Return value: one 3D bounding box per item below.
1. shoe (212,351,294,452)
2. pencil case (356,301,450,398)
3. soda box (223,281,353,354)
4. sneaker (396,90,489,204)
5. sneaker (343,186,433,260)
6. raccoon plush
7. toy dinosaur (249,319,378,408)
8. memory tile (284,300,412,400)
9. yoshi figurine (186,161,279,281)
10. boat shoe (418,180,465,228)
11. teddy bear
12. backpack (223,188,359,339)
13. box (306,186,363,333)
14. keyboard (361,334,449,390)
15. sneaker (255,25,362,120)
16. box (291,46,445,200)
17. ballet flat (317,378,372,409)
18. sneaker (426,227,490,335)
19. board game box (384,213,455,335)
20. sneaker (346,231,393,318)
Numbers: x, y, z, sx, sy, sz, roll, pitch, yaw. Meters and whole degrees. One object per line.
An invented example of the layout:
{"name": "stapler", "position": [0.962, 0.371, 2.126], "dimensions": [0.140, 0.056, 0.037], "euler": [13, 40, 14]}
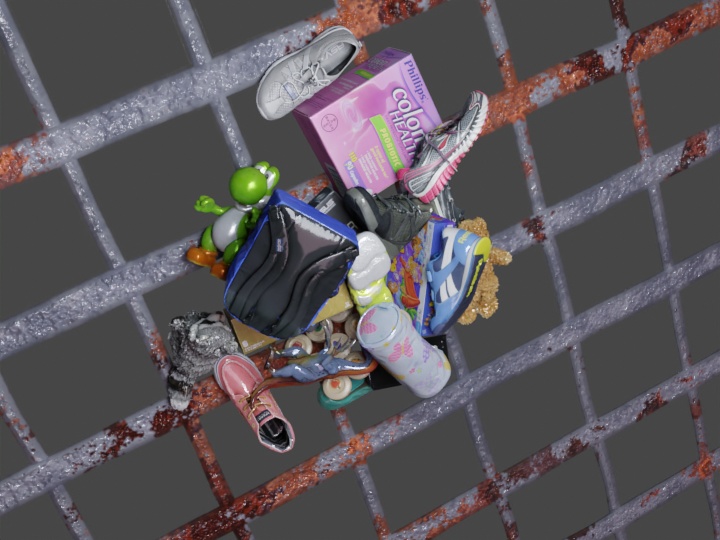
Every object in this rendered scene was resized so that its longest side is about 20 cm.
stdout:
{"name": "shoe", "position": [-0.180, 0.226, 1.738], "dimensions": [0.071, 0.091, 0.200], "euler": [-35, 118, -9]}
{"name": "pencil case", "position": [0.075, 0.133, 1.674], "dimensions": [0.091, 0.083, 0.200], "euler": [-52, 134, -7]}
{"name": "soda box", "position": [-0.119, 0.061, 1.665], "dimensions": [0.200, 0.064, 0.068], "euler": [-24, 111, -13]}
{"name": "sneaker", "position": [0.138, -0.207, 1.627], "dimensions": [0.075, 0.081, 0.200], "euler": [34, 86, -7]}
{"name": "sneaker", "position": [0.046, -0.101, 1.630], "dimensions": [0.114, 0.076, 0.199], "euler": [-42, 146, -1]}
{"name": "raccoon plush", "position": [-0.254, 0.157, 1.655], "dimensions": [0.097, 0.134, 0.200], "euler": [-5, 110, -24]}
{"name": "toy dinosaur", "position": [-0.068, 0.156, 1.699], "dimensions": [0.181, 0.105, 0.200], "euler": [19, 120, -11]}
{"name": "memory tile", "position": [-0.022, 0.114, 1.747], "dimensions": [0.200, 0.153, 0.017], "euler": [-45, 157, -4]}
{"name": "yoshi figurine", "position": [-0.203, -0.089, 1.611], "dimensions": [0.112, 0.112, 0.200], "euler": [29, 92, -23]}
{"name": "boat shoe", "position": [0.150, -0.103, 1.769], "dimensions": [0.066, 0.074, 0.200], "euler": [-22, 94, -19]}
{"name": "teddy bear", "position": [0.214, 0.006, 1.850], "dimensions": [0.145, 0.067, 0.200], "euler": [3, 107, -27]}
{"name": "backpack", "position": [-0.110, -0.003, 1.553], "dimensions": [0.162, 0.168, 0.200], "euler": [29, 101, -10]}
{"name": "box", "position": [-0.072, -0.018, 1.720], "dimensions": [0.200, 0.044, 0.160], "euler": [-44, 114, -4]}
{"name": "keyboard", "position": [0.082, 0.142, 1.835], "dimensions": [0.200, 0.021, 0.127], "euler": [-6, 89, -40]}
{"name": "sneaker", "position": [-0.083, -0.315, 1.595], "dimensions": [0.200, 0.082, 0.075], "euler": [-44, 119, -4]}
{"name": "box", "position": [0.020, -0.237, 1.661], "dimensions": [0.200, 0.097, 0.176], "euler": [-34, 118, -11]}
{"name": "ballet flat", "position": [-0.003, 0.195, 1.817], "dimensions": [0.200, 0.070, 0.067], "euler": [-22, 74, -39]}
{"name": "sneaker", "position": [0.149, 0.016, 1.672], "dimensions": [0.074, 0.082, 0.200], "euler": [-30, 144, -55]}
{"name": "board game box", "position": [0.098, -0.004, 1.754], "dimensions": [0.045, 0.134, 0.200], "euler": [-4, 109, -29]}
{"name": "sneaker", "position": [0.000, 0.000, 1.658], "dimensions": [0.076, 0.105, 0.200], "euler": [-21, 133, -15]}
